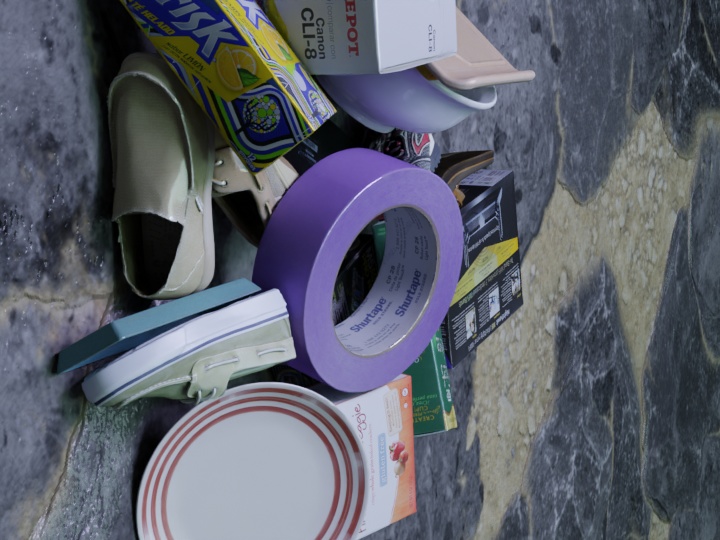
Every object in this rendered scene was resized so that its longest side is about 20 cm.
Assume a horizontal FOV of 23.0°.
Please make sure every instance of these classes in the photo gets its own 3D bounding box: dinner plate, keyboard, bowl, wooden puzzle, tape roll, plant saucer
[{"bbox_3d":[-0.088,0.184,1.443,0.200,0.024,0.201,-6,106,-20],"label":"dinner plate"},{"bbox_3d":[-0.056,-0.090,1.587,0.200,0.021,0.127,33,58,-58],"label":"keyboard"},{"bbox_3d":[0.022,-0.189,1.605,0.090,0.201,0.201,-47,162,21],"label":"bowl"},{"bbox_3d":[0.048,-0.221,1.549,0.037,0.200,0.185,-51,168,21],"label":"wooden puzzle"},{"bbox_3d":[0.000,0.000,1.512,0.200,0.066,0.200,-27,127,-41],"label":"tape roll"},{"bbox_3d":[-0.154,0.039,1.367,0.200,0.070,0.019,-18,82,-61],"label":"plant saucer"}]

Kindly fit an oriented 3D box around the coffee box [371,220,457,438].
[{"bbox_3d":[0.052,0.056,1.666,0.123,0.044,0.200,36,45,-81],"label":"coffee box"}]

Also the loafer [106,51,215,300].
[{"bbox_3d":[-0.152,-0.065,1.342,0.068,0.076,0.200,-48,135,-59],"label":"loafer"}]

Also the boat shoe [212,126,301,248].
[{"bbox_3d":[-0.109,-0.088,1.430,0.065,0.072,0.200,-64,146,-20],"label":"boat shoe"}]

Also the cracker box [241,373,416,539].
[{"bbox_3d":[-0.038,0.175,1.544,0.200,0.058,0.134,-19,113,-42],"label":"cracker box"}]

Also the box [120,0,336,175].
[{"bbox_3d":[-0.107,-0.174,1.317,0.200,0.064,0.070,52,22,-6],"label":"box"}]

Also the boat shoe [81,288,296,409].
[{"bbox_3d":[-0.123,0.070,1.367,0.200,0.072,0.062,-24,88,-41],"label":"boat shoe"}]

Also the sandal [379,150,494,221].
[{"bbox_3d":[0.074,-0.076,1.761,0.200,0.082,0.055,-45,129,-58],"label":"sandal"}]

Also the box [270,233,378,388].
[{"bbox_3d":[-0.020,0.090,1.649,0.160,0.044,0.200,-52,137,-49],"label":"box"}]

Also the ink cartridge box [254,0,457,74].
[{"bbox_3d":[-0.041,-0.233,1.403,0.145,0.200,0.146,-26,115,-59],"label":"ink cartridge box"}]

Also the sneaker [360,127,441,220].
[{"bbox_3d":[0.029,-0.106,1.671,0.200,0.080,0.075,-85,159,-65],"label":"sneaker"}]

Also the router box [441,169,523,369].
[{"bbox_3d":[0.109,-0.005,1.876,0.200,0.052,0.158,-35,124,-57],"label":"router box"}]
